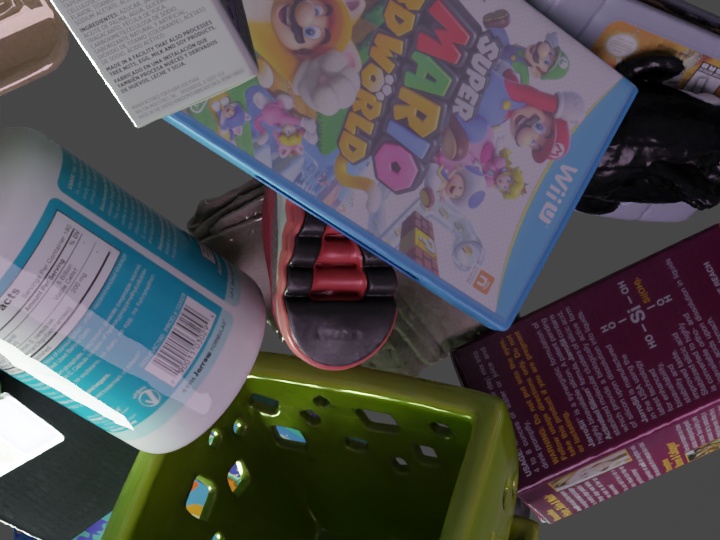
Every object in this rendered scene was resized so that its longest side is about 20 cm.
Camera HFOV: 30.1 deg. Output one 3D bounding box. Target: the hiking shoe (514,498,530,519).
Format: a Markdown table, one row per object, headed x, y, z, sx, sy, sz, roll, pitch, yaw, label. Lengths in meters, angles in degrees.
| x | y | z | sx | sy | sz | roll | pitch | yaw | label |
| --- | --- | --- | --- | --- | --- | --- | --- | --- | --- |
| 0.082 | 0.213 | 1.014 | 0.101 | 0.076 | 0.200 | 2 | 143 | -32 | hiking shoe |

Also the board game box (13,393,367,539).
| x | y | z | sx | sy | sz | roll | pitch | yaw | label |
| --- | --- | --- | --- | --- | --- | --- | --- | --- | --- |
| -0.108 | 0.148 | 0.896 | 0.200 | 0.045 | 0.152 | -38 | 132 | 19 | board game box |

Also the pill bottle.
| x | y | z | sx | sy | sz | roll | pitch | yaw | label |
| --- | --- | --- | --- | --- | --- | --- | --- | --- | --- |
| -0.153 | 0.002 | 0.675 | 0.200 | 0.111 | 0.111 | 37 | 115 | -28 | pill bottle |

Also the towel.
| x | y | z | sx | sy | sz | roll | pitch | yaw | label |
| --- | --- | --- | --- | --- | --- | --- | --- | --- | --- |
| 0.000 | 0.000 | 0.791 | 0.132 | 0.035 | 0.200 | -27 | 135 | 12 | towel |

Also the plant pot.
| x | y | z | sx | sy | sz | roll | pitch | yaw | label |
| --- | --- | --- | --- | --- | --- | --- | --- | --- | --- |
| -0.015 | 0.178 | 0.749 | 0.199 | 0.200 | 0.182 | 8 | 152 | 26 | plant pot |

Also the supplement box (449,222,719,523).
| x | y | z | sx | sy | sz | roll | pitch | yaw | label |
| --- | --- | --- | --- | --- | --- | --- | --- | --- | --- |
| 0.176 | 0.067 | 0.843 | 0.200 | 0.103 | 0.131 | -26 | 157 | 7 | supplement box |

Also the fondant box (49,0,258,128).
| x | y | z | sx | sy | sz | roll | pitch | yaw | label |
| --- | --- | --- | --- | --- | --- | --- | --- | --- | --- |
| -0.111 | -0.174 | 0.499 | 0.058 | 0.144 | 0.200 | -22 | 136 | 6 | fondant box |

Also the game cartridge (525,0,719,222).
| x | y | z | sx | sy | sz | roll | pitch | yaw | label |
| --- | --- | --- | --- | --- | --- | --- | --- | --- | --- |
| 0.139 | -0.093 | 0.743 | 0.200 | 0.042 | 0.133 | 14 | 124 | -29 | game cartridge |

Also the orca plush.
| x | y | z | sx | sy | sz | roll | pitch | yaw | label |
| --- | --- | --- | --- | --- | --- | --- | --- | --- | --- |
| 0.173 | -0.046 | 0.724 | 0.200 | 0.071 | 0.105 | 17 | 127 | -31 | orca plush |

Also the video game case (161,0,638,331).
| x | y | z | sx | sy | sz | roll | pitch | yaw | label |
| --- | --- | --- | --- | --- | --- | --- | --- | --- | --- |
| 0.025 | -0.081 | 0.634 | 0.200 | 0.018 | 0.143 | 32 | 82 | -21 | video game case |

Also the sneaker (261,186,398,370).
| x | y | z | sx | sy | sz | roll | pitch | yaw | label |
| --- | --- | --- | --- | --- | --- | --- | --- | --- | --- |
| -0.024 | -0.054 | 0.674 | 0.074 | 0.087 | 0.201 | 4 | 93 | -22 | sneaker |

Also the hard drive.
| x | y | z | sx | sy | sz | roll | pitch | yaw | label |
| --- | --- | --- | --- | --- | --- | --- | --- | --- | --- |
| -0.204 | 0.078 | 0.770 | 0.135 | 0.042 | 0.200 | -36 | 121 | 18 | hard drive |

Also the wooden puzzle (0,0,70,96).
| x | y | z | sx | sy | sz | roll | pitch | yaw | label |
| --- | --- | --- | --- | --- | --- | --- | --- | --- | --- |
| -0.248 | -0.139 | 0.560 | 0.185 | 0.037 | 0.200 | -23 | 125 | 5 | wooden puzzle |

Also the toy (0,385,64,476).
| x | y | z | sx | sy | sz | roll | pitch | yaw | label |
| --- | --- | --- | --- | --- | --- | --- | --- | --- | --- |
| -0.259 | 0.100 | 0.717 | 0.115 | 0.047 | 0.200 | 40 | 131 | -20 | toy |
